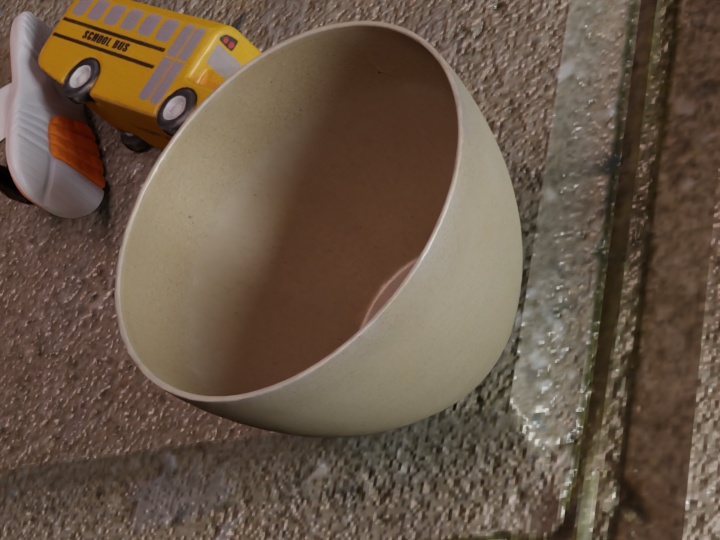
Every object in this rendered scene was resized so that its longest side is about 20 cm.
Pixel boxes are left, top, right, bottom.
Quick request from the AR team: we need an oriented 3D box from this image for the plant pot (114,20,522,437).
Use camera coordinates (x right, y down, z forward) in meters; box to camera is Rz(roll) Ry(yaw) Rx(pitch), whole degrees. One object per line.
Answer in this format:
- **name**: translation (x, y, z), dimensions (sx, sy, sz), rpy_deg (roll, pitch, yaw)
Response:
- **plant pot**: translation (0.000, 0.000, 0.863), dimensions (0.200, 0.134, 0.201), rpy_deg (-22, 50, 28)

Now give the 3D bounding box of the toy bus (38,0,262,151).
- **toy bus**: translation (-0.118, -0.114, 1.100), dimensions (0.200, 0.065, 0.078), rpy_deg (21, 75, 47)

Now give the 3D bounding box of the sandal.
- **sandal**: translation (-0.215, -0.090, 1.164), dimensions (0.059, 0.079, 0.207), rpy_deg (-37, 35, 17)
